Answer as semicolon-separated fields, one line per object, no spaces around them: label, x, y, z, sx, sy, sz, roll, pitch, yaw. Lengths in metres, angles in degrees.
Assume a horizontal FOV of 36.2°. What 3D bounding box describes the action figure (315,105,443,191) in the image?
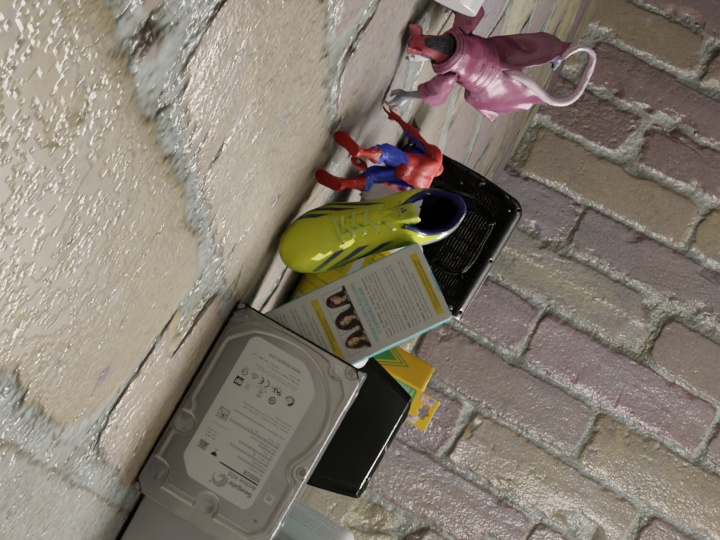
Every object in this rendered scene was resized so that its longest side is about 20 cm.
action figure;0.014;-0.122;1.127;0.200;0.099;0.065;-1;126;-55

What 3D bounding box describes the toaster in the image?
toaster;0.097;-0.058;1.432;0.200;0.181;0.119;-60;175;-2

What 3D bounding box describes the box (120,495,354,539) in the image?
box;-0.145;0.321;1.139;0.200;0.199;0.171;-61;172;-1

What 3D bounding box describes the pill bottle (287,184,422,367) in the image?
pill bottle;0.000;0.000;1.243;0.200;0.112;0.112;-61;172;7

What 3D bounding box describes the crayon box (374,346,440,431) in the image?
crayon box;0.037;0.165;1.746;0.052;0.200;0.126;-56;171;-30

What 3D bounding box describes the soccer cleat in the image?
soccer cleat;0.014;-0.045;1.073;0.200;0.065;0.084;-14;176;-31

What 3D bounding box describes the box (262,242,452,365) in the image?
box;-0.017;0.053;1.075;0.200;0.082;0.049;-25;173;2

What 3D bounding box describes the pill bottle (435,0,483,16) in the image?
pill bottle;0.106;-0.301;0.847;0.200;0.111;0.111;-62;172;8

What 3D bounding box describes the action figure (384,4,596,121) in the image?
action figure;0.121;-0.208;1.148;0.200;0.149;0.134;6;108;-46

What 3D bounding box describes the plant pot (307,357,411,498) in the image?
plant pot;-0.044;0.183;1.384;0.200;0.177;0.200;-58;171;-11

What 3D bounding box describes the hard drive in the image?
hard drive;-0.102;0.149;1.027;0.200;0.140;0.038;-60;172;-2
